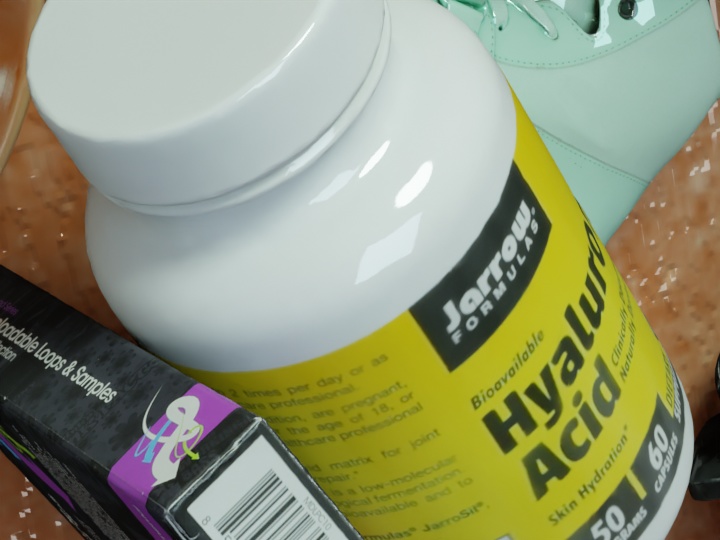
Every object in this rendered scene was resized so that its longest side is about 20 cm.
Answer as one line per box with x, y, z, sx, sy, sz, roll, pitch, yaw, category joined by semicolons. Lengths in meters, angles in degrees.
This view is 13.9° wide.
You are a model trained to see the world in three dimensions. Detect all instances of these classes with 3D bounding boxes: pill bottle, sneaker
0.000;0.000;0.733;0.111;0.111;0.200;-46;134;-11;pill bottle
0.024;-0.085;0.810;0.118;0.074;0.200;-46;128;-4;sneaker

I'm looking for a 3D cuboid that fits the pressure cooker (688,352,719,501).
0.210;0.068;0.885;0.176;0.179;0.200;-29;114;-16;pressure cooker

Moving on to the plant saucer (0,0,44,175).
-0.177;-0.068;0.735;0.200;0.032;0.201;-7;105;-26;plant saucer

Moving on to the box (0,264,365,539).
-0.038;0.070;0.743;0.036;0.200;0.143;-45;118;-13;box
